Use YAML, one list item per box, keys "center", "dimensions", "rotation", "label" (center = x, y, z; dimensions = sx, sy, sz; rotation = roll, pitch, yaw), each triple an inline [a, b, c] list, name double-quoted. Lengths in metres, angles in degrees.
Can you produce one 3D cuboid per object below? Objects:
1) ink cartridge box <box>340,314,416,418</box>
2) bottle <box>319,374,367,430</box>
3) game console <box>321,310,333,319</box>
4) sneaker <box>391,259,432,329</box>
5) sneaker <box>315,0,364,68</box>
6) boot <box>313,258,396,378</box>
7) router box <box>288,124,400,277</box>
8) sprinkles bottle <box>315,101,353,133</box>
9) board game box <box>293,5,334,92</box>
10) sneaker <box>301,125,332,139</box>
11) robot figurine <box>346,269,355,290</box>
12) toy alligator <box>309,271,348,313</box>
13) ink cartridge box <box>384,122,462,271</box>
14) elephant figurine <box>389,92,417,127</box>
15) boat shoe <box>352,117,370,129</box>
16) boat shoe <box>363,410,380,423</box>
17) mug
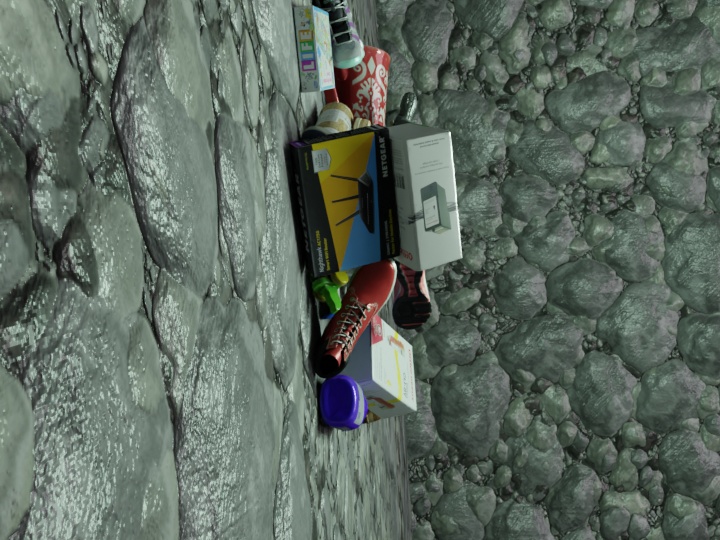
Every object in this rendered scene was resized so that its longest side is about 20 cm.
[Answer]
- center: [0.032, 0.186, 1.591]
  dimensions: [0.200, 0.082, 0.148]
  rotation: [43, 38, -51]
  label: "ink cartridge box"
- center: [-0.025, 0.229, 1.384]
  dimensions: [0.200, 0.064, 0.085]
  rotation: [63, 24, -75]
  label: "bottle"
- center: [0.000, 0.000, 1.464]
  dimensions: [0.200, 0.116, 0.175]
  rotation: [19, 72, -84]
  label: "game console"
- center: [0.093, 0.016, 1.467]
  dimensions: [0.087, 0.072, 0.203]
  rotation: [-83, 172, -54]
  label: "sneaker"
- center: [-0.052, -0.486, 1.539]
  dimensions: [0.141, 0.076, 0.202]
  rotation: [73, -2, -50]
  label: "sneaker"
- center: [-0.008, 0.075, 1.288]
  dimensions: [0.202, 0.072, 0.145]
  rotation: [-59, -176, 20]
  label: "boot"
- center: [-0.021, -0.106, 1.230]
  dimensions: [0.051, 0.147, 0.204]
  rotation: [-141, -140, -61]
  label: "router box"
- center: [-0.051, -0.238, 1.422]
  dimensions: [0.201, 0.067, 0.069]
  rotation: [-83, 167, -63]
  label: "sprinkles bottle"
- center: [-0.078, -0.384, 1.415]
  dimensions: [0.200, 0.033, 0.137]
  rotation: [-70, 156, -75]
  label: "board game box"
- center: [-0.047, -0.129, 1.293]
  dimensions: [0.085, 0.074, 0.202]
  rotation: [-44, 111, -47]
  label: "sneaker"
- center: [0.022, -0.041, 1.694]
  dimensions: [0.112, 0.168, 0.204]
  rotation: [16, 79, -42]
  label: "robot figurine"
- center: [-0.059, -0.019, 1.315]
  dimensions: [0.054, 0.059, 0.203]
  rotation: [28, 40, -31]
  label: "toy alligator"
- center: [0.084, -0.119, 1.276]
  dimensions: [0.145, 0.083, 0.204]
  rotation: [-146, -135, -64]
  label: "ink cartridge box"
- center: [0.074, -0.219, 1.557]
  dimensions: [0.201, 0.155, 0.141]
  rotation: [-50, 173, 19]
  label: "elephant figurine"
- center: [0.019, -0.179, 1.487]
  dimensions: [0.074, 0.068, 0.205]
  rotation: [5, 84, -78]
  label: "boat shoe"
- center: [0.015, 0.230, 1.725]
  dimensions: [0.076, 0.072, 0.204]
  rotation: [74, 13, -63]
  label: "boat shoe"
- center: [-0.024, -0.341, 1.659]
  dimensions: [0.133, 0.175, 0.205]
  rotation: [-12, -105, 59]
  label: "mug"
